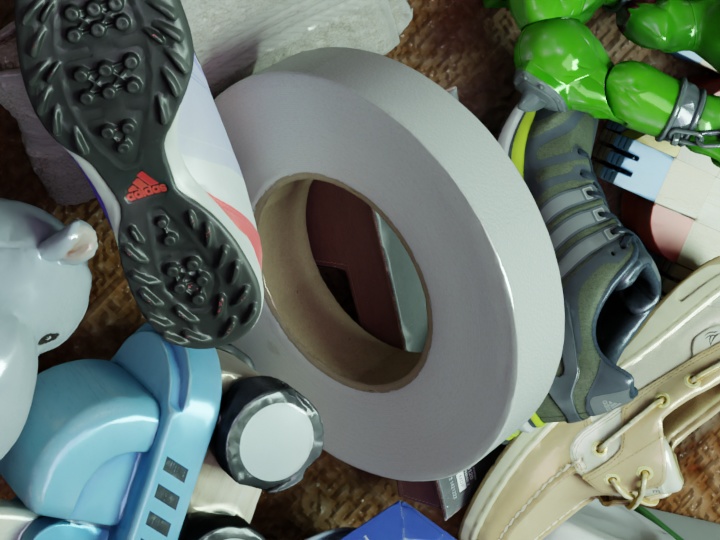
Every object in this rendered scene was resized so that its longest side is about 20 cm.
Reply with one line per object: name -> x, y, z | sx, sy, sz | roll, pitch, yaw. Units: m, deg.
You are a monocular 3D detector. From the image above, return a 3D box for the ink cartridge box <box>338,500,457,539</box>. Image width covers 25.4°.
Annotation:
ink cartridge box -> -0.010, 0.221, 0.824 | 0.094, 0.044, 0.200 | -27, 139, -41

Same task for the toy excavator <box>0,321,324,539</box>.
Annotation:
toy excavator -> -0.143, 0.106, 0.700 | 0.200, 0.100, 0.195 | 16, 96, -29

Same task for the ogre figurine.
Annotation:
ogre figurine -> 0.126, -0.148, 0.788 | 0.119, 0.098, 0.201 | -6, 100, -8

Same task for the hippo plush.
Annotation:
hippo plush -> -0.203, 0.008, 0.680 | 0.160, 0.159, 0.200 | 25, 56, -16

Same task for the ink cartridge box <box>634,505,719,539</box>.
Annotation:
ink cartridge box -> 0.185, 0.257, 0.906 | 0.084, 0.146, 0.201 | 16, 100, -25

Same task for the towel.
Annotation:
towel -> -0.066, -0.103, 0.726 | 0.200, 0.035, 0.133 | -29, 157, -9

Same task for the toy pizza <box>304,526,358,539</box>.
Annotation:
toy pizza -> -0.059, 0.213, 0.821 | 0.200, 0.032, 0.201 | -38, 146, -32

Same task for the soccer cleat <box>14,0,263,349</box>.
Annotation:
soccer cleat -> -0.088, -0.063, 0.658 | 0.068, 0.073, 0.200 | -15, 123, 5

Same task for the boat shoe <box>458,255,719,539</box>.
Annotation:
boat shoe -> 0.135, 0.082, 0.795 | 0.200, 0.069, 0.074 | -46, 155, 2

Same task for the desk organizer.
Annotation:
desk organizer -> 0.017, 0.014, 0.797 | 0.072, 0.077, 0.201 | -31, 117, -38

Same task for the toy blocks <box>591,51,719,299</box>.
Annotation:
toy blocks -> 0.187, -0.051, 0.854 | 0.136, 0.100, 0.201 | 22, 97, -13

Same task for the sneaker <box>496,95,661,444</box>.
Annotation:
sneaker -> 0.108, -0.010, 0.784 | 0.074, 0.081, 0.201 | 49, 43, -53

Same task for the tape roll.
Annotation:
tape roll -> 0.000, 0.000, 0.719 | 0.037, 0.202, 0.203 | -33, 117, -39

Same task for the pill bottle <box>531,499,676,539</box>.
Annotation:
pill bottle -> 0.094, 0.224, 0.881 | 0.111, 0.111, 0.201 | 18, 100, -24
